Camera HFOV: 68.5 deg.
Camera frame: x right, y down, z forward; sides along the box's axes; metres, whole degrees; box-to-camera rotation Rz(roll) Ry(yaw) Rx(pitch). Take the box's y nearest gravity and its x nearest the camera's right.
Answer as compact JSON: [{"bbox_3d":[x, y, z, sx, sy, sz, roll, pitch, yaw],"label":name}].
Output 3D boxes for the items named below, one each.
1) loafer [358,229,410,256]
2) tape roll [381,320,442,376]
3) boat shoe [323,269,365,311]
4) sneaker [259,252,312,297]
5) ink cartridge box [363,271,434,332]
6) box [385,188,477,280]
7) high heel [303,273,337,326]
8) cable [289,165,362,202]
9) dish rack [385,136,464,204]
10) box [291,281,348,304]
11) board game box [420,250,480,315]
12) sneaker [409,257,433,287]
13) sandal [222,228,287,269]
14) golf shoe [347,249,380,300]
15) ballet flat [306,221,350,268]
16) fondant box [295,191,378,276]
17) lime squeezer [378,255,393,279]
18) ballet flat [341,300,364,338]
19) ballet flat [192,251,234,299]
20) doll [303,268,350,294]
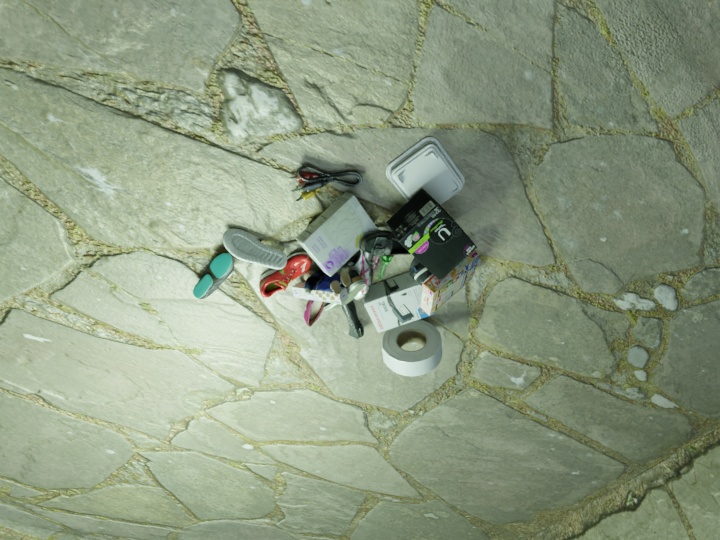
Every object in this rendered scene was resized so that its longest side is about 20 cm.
[{"bbox_3d":[0.088,-0.075,1.551,0.200,0.063,0.072,-4,125,-39],"label":"loafer"},{"bbox_3d":[0.172,0.257,1.773,0.202,0.203,0.071,-9,128,-1],"label":"tape roll"},{"bbox_3d":[-0.055,0.065,1.630,0.075,0.062,0.200,-13,158,-41],"label":"boat shoe"},{"bbox_3d":[-0.225,0.022,1.614,0.200,0.085,0.077,-34,124,17],"label":"sneaker"},{"bbox_3d":[0.121,0.101,1.721,0.200,0.084,0.145,-20,126,8],"label":"ink cartridge box"},{"bbox_3d":[0.201,-0.100,1.494,0.149,0.124,0.200,-42,124,11],"label":"box"},{"bbox_3d":[-0.125,0.084,1.667,0.067,0.096,0.200,24,120,-23],"label":"high heel"},{"bbox_3d":[-0.098,-0.257,1.464,0.200,0.050,0.097,-17,111,-10],"label":"cable"},{"bbox_3d":[0.188,-0.256,1.488,0.172,0.044,0.200,-34,125,16],"label":"dish rack"},{"bbox_3d":[-0.125,0.067,1.612,0.200,0.041,0.039,5,117,38],"label":"box"},{"bbox_3d":[0.273,0.033,1.623,0.200,0.046,0.152,-38,154,-20],"label":"board game box"},{"bbox_3d":[0.234,-0.042,1.640,0.200,0.112,0.073,-40,158,-16],"label":"sneaker"},{"bbox_3d":[-0.317,-0.053,1.565,0.202,0.083,0.050,28,162,-17],"label":"sandal"},{"bbox_3d":[0.000,0.000,1.643,0.092,0.073,0.200,14,116,-5],"label":"golf shoe"},{"bbox_3d":[-0.097,-0.058,1.583,0.072,0.072,0.200,-29,125,14],"label":"ballet flat"},{"bbox_3d":[-0.064,-0.103,1.509,0.200,0.058,0.144,-44,124,-8],"label":"fondant box"},{"bbox_3d":[0.074,-0.030,1.613,0.038,0.200,0.071,32,77,3],"label":"lime squeezer"},{"bbox_3d":[-0.039,0.153,1.753,0.057,0.067,0.200,-6,127,18],"label":"ballet flat"},{"bbox_3d":[-0.430,0.011,1.596,0.073,0.073,0.200,33,116,-28],"label":"ballet flat"},{"bbox_3d":[-0.107,0.027,1.579,0.136,0.200,0.049,-39,115,-27],"label":"doll"}]
